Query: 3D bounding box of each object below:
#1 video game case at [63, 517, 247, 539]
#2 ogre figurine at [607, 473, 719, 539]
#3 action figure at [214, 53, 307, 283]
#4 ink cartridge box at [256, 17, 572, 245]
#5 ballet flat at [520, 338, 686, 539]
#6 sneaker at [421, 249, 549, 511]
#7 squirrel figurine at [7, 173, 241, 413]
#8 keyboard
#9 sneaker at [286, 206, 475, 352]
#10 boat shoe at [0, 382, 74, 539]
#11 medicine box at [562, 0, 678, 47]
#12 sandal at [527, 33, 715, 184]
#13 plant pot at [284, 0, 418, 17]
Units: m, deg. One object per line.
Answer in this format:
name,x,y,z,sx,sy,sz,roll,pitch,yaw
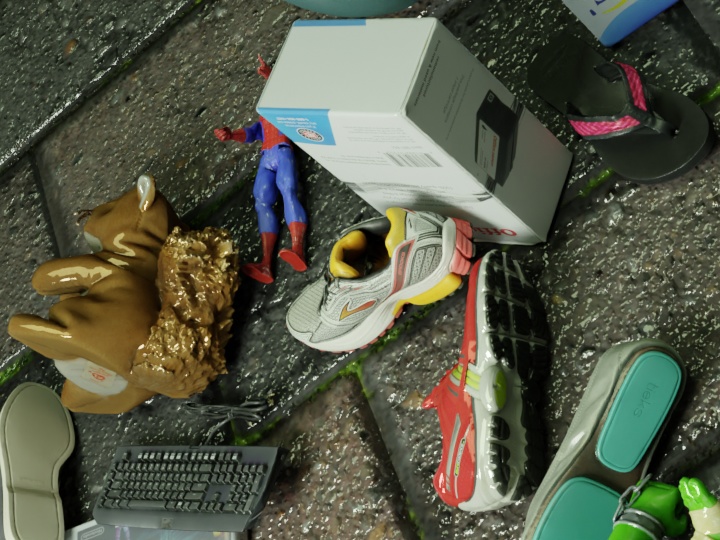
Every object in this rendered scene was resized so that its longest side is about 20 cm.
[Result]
video game case,-0.172,0.271,1.343,0.200,0.023,0.182,-24,53,28
ogre figurine,0.211,0.211,1.015,0.120,0.098,0.200,-44,59,-13
action figure,-0.087,-0.101,1.438,0.065,0.099,0.200,-19,53,29
ink cartridge box,0.045,-0.103,1.253,0.145,0.200,0.084,6,68,42
ballet flat,0.158,0.138,1.128,0.200,0.067,0.064,-62,14,-8
sneaker,0.082,0.077,1.209,0.085,0.077,0.200,-18,54,40
squirrel figurine,-0.182,0.014,1.444,0.200,0.142,0.187,1,55,26
keyboard,-0.135,0.153,1.358,0.200,0.021,0.127,-5,51,42
sneaker,0.000,0.000,1.297,0.200,0.082,0.078,-36,44,44
boat shoe,-0.297,0.185,1.462,0.063,0.073,0.200,-51,31,33
medicine box,0.196,-0.297,1.237,0.182,0.200,0.103,-34,46,20
sandal,0.186,-0.127,1.258,0.075,0.045,0.200,-51,45,4
plant pot,0.003,-0.299,1.446,0.200,0.135,0.200,-19,55,30
